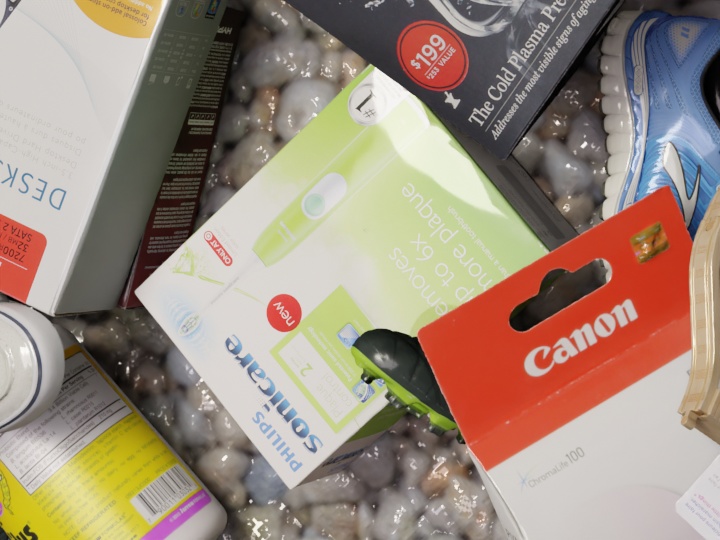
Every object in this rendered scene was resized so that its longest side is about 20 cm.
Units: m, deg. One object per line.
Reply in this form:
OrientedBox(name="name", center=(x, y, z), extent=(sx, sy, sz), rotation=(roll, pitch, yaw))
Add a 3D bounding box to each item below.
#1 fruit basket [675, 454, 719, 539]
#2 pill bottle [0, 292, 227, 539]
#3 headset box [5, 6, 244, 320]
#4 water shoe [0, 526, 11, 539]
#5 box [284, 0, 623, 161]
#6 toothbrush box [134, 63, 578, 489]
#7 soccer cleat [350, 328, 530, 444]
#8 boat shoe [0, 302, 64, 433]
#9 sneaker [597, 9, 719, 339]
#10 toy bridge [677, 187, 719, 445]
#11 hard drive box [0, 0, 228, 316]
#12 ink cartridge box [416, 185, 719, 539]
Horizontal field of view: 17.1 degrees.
OrientedBox(name="fruit basket", center=(0.292, 0.108, 1.208), extent=(0.185, 0.094, 0.200), rotation=(42, 98, 5))
OrientedBox(name="pill bottle", center=(-0.176, 0.103, 1.373), extent=(0.104, 0.104, 0.200), rotation=(-43, 85, 16))
OrientedBox(name="headset box", center=(-0.167, -0.073, 1.389), extent=(0.148, 0.075, 0.201), rotation=(16, 97, 19))
OrientedBox(name="water shoe", center=(-0.231, 0.148, 1.436), extent=(0.079, 0.071, 0.201), rotation=(-38, 78, 43))
OrientedBox(name="box", center=(0.062, -0.193, 1.193), extent=(0.182, 0.104, 0.200), rotation=(36, 130, 4))
OrientedBox(name="toothbrush box", center=(0.000, 0.000, 1.328), extent=(0.200, 0.086, 0.146), rotation=(-42, 79, 18))
OrientedBox(name="soccer cleat", center=(0.081, 0.058, 1.263), extent=(0.067, 0.199, 0.081), rotation=(34, 99, 56))
OrientedBox(name="boat shoe", center=(-0.254, 0.056, 1.294), extent=(0.201, 0.086, 0.075), rotation=(-2, 94, 39))
OrientedBox(name="sneaker", center=(0.176, -0.040, 1.267), extent=(0.089, 0.078, 0.201), rotation=(-2, 91, 22))
OrientedBox(name="toy bridge", center=(0.203, -0.007, 1.219), extent=(0.067, 0.027, 0.201), rotation=(34, 68, -19))
OrientedBox(name="hard drive box", center=(-0.180, -0.097, 1.312), extent=(0.155, 0.077, 0.201), rotation=(23, 100, 18))
OrientedBox(name="ink cartridge box", center=(0.139, 0.084, 1.222), extent=(0.162, 0.057, 0.201), rotation=(-30, 115, -14))
